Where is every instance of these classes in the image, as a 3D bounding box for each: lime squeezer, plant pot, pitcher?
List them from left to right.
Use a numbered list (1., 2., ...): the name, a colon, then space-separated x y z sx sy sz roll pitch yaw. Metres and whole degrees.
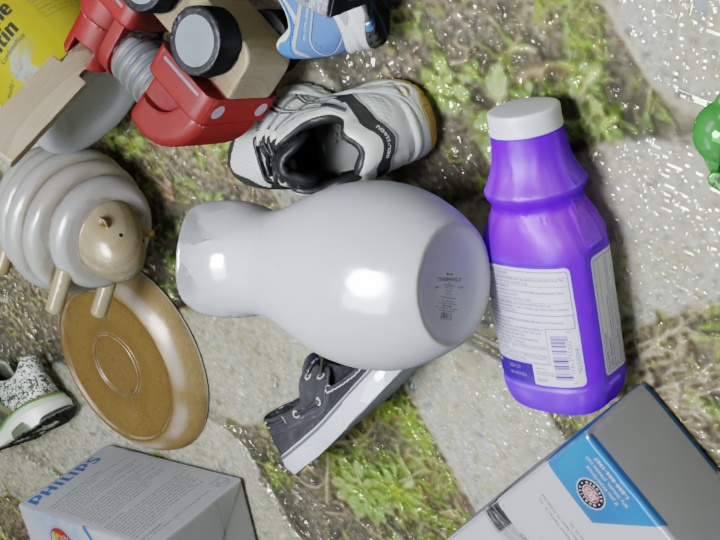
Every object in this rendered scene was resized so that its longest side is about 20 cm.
1. plant pot: -0.223 0.085 1.247 0.199 0.027 0.202 22 126 32
2. pitcher: 0.000 0.000 0.895 0.199 0.171 0.123 6 95 41
3. lime squeezer: 0.231 -0.062 0.749 0.070 0.038 0.202 -19 99 14

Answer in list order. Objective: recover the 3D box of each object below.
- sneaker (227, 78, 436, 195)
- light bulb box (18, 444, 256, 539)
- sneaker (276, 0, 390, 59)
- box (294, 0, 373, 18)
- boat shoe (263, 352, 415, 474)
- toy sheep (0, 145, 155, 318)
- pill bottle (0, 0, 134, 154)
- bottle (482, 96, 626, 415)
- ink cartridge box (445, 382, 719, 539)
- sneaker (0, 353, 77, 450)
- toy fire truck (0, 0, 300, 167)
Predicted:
1. sneaker: -0.043 -0.091 0.939 0.199 0.087 0.076 -9 108 46
2. light bulb box: -0.201 0.296 1.271 0.199 0.124 0.200 6 116 40
3. sneaker: -0.048 -0.232 0.861 0.076 0.076 0.202 -16 100 21
4. box: 0.012 -0.238 0.724 0.114 0.199 0.133 32 131 27
5. boat shoe: -0.023 0.095 1.043 0.066 0.070 0.200 50 144 6
6. toy sheep: -0.251 -0.042 1.129 0.199 0.137 0.139 27 129 36
7. pill bottle: -0.277 -0.198 1.078 0.200 0.112 0.112 44 135 15
8. bottle: 0.120 -0.009 0.849 0.083 0.065 0.202 7 117 44
9. ink cartridge box: 0.162 0.195 0.908 0.145 0.084 0.200 51 135 9
10. sneaker: -0.371 0.139 1.393 0.199 0.077 0.089 -26 81 42
11. toy fire truck: -0.168 -0.143 0.952 0.176 0.128 0.201 49 122 19
